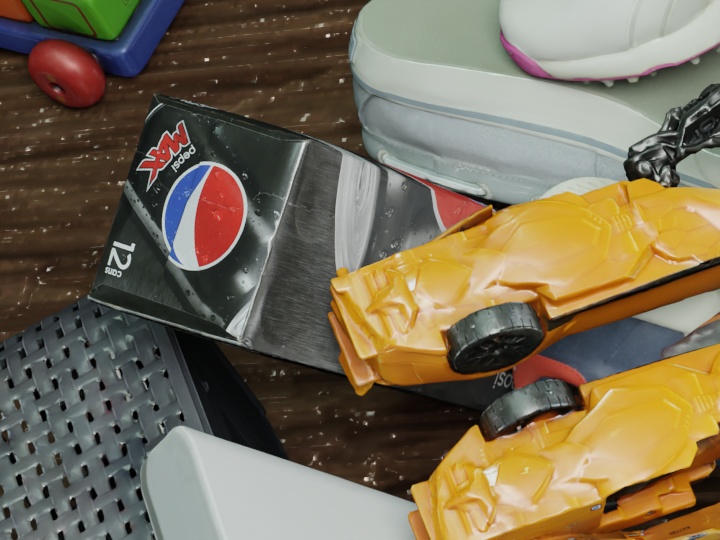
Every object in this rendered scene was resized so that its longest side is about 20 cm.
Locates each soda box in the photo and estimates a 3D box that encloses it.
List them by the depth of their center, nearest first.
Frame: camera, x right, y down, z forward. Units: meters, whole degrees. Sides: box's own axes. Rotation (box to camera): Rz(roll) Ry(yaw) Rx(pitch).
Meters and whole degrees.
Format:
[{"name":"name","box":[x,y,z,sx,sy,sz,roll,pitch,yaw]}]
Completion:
[{"name":"soda box","box":[0.000,0.000,0.952,0.063,0.200,0.071,18,90,32]}]

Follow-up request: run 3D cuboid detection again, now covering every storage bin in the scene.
[{"name":"storage bin","box":[-0.059,0.116,0.941,0.093,0.135,0.201,-27,50,5]}]

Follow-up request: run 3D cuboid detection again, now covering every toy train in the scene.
[{"name":"toy train","box":[-0.177,-0.146,1.192,0.199,0.116,0.085,15,64,31]}]

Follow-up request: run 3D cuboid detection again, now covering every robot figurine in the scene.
[{"name":"robot figurine","box":[0.098,0.020,0.874,0.199,0.058,0.146,-17,65,-11]}]

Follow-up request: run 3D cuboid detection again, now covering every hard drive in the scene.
[{"name":"hard drive","box":[0.031,0.126,0.861,0.026,0.199,0.132,-45,45,25]}]

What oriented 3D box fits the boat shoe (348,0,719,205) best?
[{"name":"boat shoe","box":[0.091,-0.045,1.007,0.200,0.072,0.070,15,44,16]}]

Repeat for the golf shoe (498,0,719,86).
[{"name":"golf shoe","box":[0.120,-0.127,0.928,0.199,0.092,0.076,-22,34,29]}]

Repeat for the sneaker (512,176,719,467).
[{"name":"sneaker","box":[0.142,0.040,0.958,0.199,0.085,0.075,22,33,11]}]
